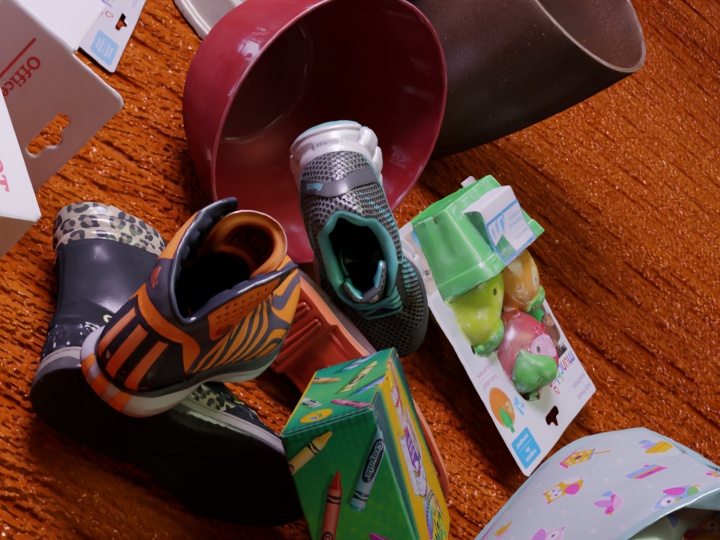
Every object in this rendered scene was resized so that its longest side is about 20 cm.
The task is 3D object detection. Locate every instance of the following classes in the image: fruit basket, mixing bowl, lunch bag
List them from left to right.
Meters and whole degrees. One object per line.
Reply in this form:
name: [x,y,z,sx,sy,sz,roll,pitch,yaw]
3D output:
mixing bowl: [-0.048,-0.116,1.306,0.199,0.201,0.108,13,17,-46]
fruit basket: [0.110,0.032,1.421,0.201,0.093,0.185,56,29,-1]
lunch bag: [0.148,0.188,1.150,0.122,0.200,0.170,46,-3,-12]

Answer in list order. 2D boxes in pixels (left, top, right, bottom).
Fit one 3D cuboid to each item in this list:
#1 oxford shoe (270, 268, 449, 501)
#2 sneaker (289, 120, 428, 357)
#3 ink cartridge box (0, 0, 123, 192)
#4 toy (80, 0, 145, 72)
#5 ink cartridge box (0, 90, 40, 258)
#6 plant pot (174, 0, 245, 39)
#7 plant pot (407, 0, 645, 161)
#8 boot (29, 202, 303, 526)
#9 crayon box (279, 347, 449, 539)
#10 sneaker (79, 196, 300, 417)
oxford shoe: [-0.004,0.073,1.251,0.201,0.071,0.073,55,17,-5]
sneaker: [0.000,0.000,1.269,0.092,0.077,0.201,-98,168,-48]
ink cartridge box: [-0.237,-0.150,1.131,0.200,0.115,0.068,43,32,-15]
toy: [-0.224,-0.242,1.313,0.200,0.047,0.116,39,34,-19]
ink cartridge box: [-0.290,-0.058,0.933,0.199,0.144,0.148,12,48,-47]
plant pot: [-0.029,-0.267,1.466,0.200,0.183,0.201,34,34,-27]
plant pot: [0.092,-0.179,1.513,0.186,0.200,0.188,36,34,-29]
boot: [-0.107,0.055,1.131,0.203,0.073,0.154,32,33,-32]
crayon box: [0.006,0.125,1.115,0.200,0.058,0.120,-60,133,-81]
sneaker: [-0.066,0.008,1.054,0.078,0.112,0.200,45,29,3]
